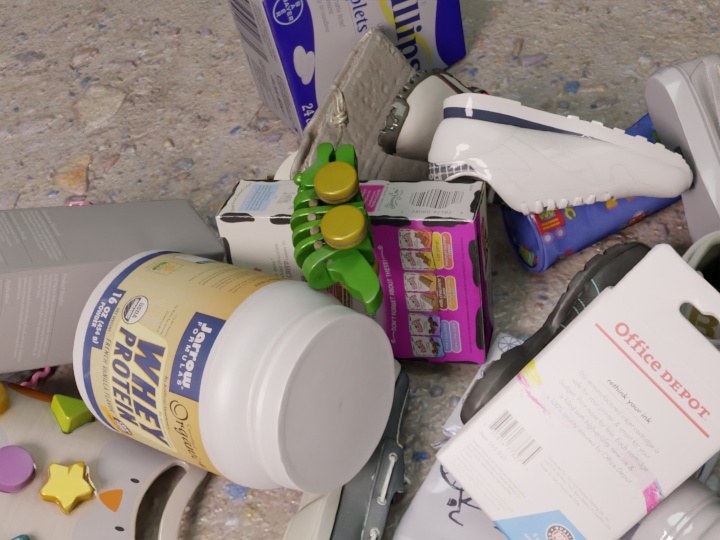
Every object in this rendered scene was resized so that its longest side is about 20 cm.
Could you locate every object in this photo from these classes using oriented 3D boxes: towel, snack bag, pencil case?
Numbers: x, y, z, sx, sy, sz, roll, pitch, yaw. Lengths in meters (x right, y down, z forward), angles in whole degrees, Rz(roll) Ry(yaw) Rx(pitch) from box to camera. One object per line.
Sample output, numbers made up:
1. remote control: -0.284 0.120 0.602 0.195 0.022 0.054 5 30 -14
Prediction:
1. towel: 0.017 -0.107 0.896 0.034 0.133 0.200 -18 38 46
2. snack bag: 0.139 0.152 0.729 0.188 0.021 0.200 22 60 26
3. pencil case: 0.208 -0.074 0.853 0.200 0.078 0.087 -26 76 -10

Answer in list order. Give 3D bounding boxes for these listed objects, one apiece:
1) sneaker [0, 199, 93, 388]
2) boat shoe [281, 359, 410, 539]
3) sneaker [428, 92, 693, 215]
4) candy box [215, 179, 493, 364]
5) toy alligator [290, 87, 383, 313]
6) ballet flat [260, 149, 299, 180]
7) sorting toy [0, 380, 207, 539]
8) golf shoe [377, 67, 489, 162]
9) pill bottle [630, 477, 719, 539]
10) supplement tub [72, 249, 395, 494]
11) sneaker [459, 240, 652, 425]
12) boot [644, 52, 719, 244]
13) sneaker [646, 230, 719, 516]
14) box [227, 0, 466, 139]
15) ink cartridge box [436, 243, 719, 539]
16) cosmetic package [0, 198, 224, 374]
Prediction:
1. sneaker: -0.281 0.019 0.874 0.079 0.095 0.200 22 62 24
2. boat shoe: 0.001 0.155 0.744 0.062 0.073 0.200 37 50 -15
3. sneaker: 0.152 -0.077 0.782 0.200 0.076 0.081 13 87 5
4. candy box: 0.000 0.000 0.795 0.200 0.136 0.061 2 35 14
5. toy alligator: -0.024 -0.049 0.707 0.054 0.059 0.200 -13 53 3
6. ballet flat: -0.021 -0.103 0.933 0.200 0.069 0.069 -38 55 -18
7. sorting toy: -0.212 0.173 0.756 0.180 0.107 0.200 13 54 -3
8. golf shoe: 0.093 -0.119 0.855 0.088 0.077 0.200 34 23 28
9. pill bottle: 0.257 0.214 0.600 0.111 0.111 0.200 -38 54 -17
10. supplement tub: -0.090 0.069 0.717 0.200 0.144 0.144 12 55 37
11. sneaker: 0.163 0.062 0.747 0.079 0.075 0.200 38 74 24
12. boot: 0.302 -0.076 0.791 0.096 0.074 0.200 -20 92 -5
13. sneaker: 0.221 0.062 0.699 0.074 0.116 0.200 19 59 21
14. box: -0.013 -0.254 0.972 0.200 0.184 0.105 -33 52 -13
15. ink cartridge box: 0.161 0.090 0.645 0.200 0.068 0.115 -46 76 14
16. cosmetic package: -0.219 0.010 0.807 0.200 0.107 0.090 -7 41 -39
